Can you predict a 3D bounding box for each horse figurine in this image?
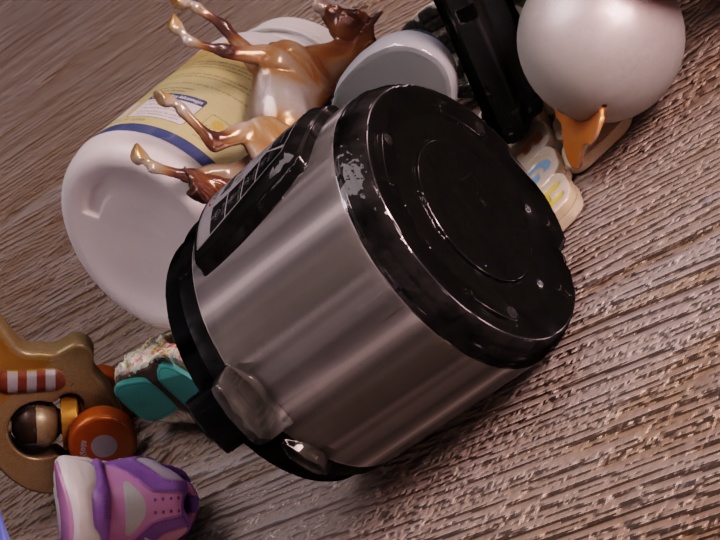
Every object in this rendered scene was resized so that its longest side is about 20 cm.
[{"bbox_3d":[-0.065,-0.101,1.568,0.050,0.133,0.200,126,160,-48],"label":"horse figurine"}]

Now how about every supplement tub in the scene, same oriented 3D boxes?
[{"bbox_3d":[-0.085,-0.068,1.664,0.144,0.144,0.200,-25,14,47],"label":"supplement tub"}]

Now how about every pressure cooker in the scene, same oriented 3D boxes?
[{"bbox_3d":[-0.007,0.018,1.371,0.200,0.176,0.179,-37,54,32],"label":"pressure cooker"}]

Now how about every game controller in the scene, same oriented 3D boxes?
[{"bbox_3d":[0.063,-0.169,1.488,0.042,0.200,0.104,-17,42,10],"label":"game controller"}]

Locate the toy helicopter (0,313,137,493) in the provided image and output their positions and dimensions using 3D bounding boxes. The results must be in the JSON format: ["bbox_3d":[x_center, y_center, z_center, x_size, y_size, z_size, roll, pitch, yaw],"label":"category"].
[{"bbox_3d":[-0.246,0.070,1.715,0.132,0.200,0.079,-28,25,7],"label":"toy helicopter"}]

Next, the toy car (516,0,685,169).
[{"bbox_3d":[0.138,-0.159,1.438,0.177,0.184,0.200,-126,53,-68],"label":"toy car"}]

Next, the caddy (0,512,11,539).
[{"bbox_3d":[-0.223,0.200,1.501,0.105,0.141,0.200,-17,-8,-10],"label":"caddy"}]

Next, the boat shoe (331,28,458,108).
[{"bbox_3d":[0.022,-0.103,1.564,0.200,0.071,0.091,116,180,-55],"label":"boat shoe"}]

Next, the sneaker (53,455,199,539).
[{"bbox_3d":[-0.145,0.150,1.569,0.200,0.088,0.081,148,115,-80],"label":"sneaker"}]

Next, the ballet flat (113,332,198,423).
[{"bbox_3d":[-0.100,0.064,1.621,0.064,0.076,0.200,-48,22,-19],"label":"ballet flat"}]

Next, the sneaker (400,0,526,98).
[{"bbox_3d":[0.111,-0.180,1.635,0.200,0.077,0.089,-30,15,30],"label":"sneaker"}]

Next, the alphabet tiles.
[{"bbox_3d":[0.081,-0.049,1.528,0.196,0.015,0.200,-43,21,15],"label":"alphabet tiles"}]
